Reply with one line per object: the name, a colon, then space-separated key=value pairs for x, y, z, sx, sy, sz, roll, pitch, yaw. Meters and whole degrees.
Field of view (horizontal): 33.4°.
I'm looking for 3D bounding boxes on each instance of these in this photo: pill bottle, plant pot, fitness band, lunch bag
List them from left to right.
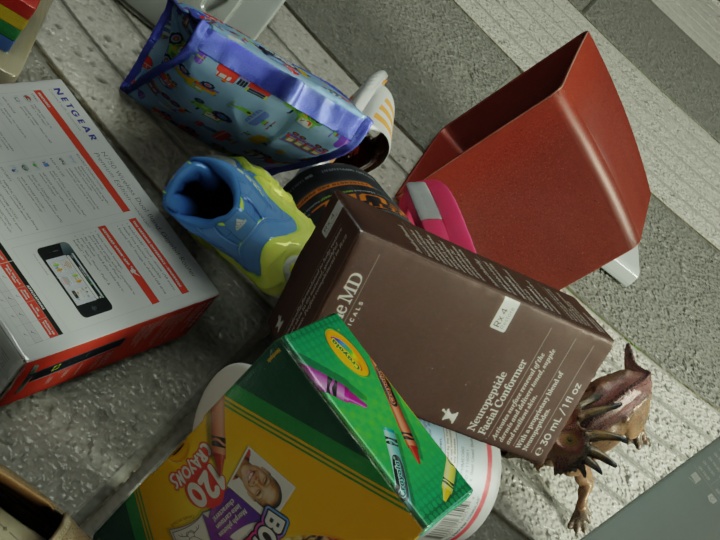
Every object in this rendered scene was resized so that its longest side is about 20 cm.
lunch bag: x=-0.086 y=-0.139 z=0.935 sx=0.150 sy=0.095 sz=0.200 roll=29 pitch=-2 yaw=-23
pill bottle: x=-0.008 y=0.120 z=0.799 sx=0.199 sy=0.109 sz=0.110 roll=17 pitch=40 yaw=-38
pill bottle: x=0.000 y=0.000 z=0.890 sx=0.106 sy=0.107 sz=0.200 roll=27 pitch=13 yaw=-25
fitness band: x=0.058 y=0.015 z=0.967 sx=0.037 sy=0.145 sz=0.201 roll=-4 pitch=42 yaw=-11
plant pot: x=0.182 y=-0.088 z=1.202 sx=0.177 sy=0.199 sz=0.200 roll=53 pitch=30 yaw=-11

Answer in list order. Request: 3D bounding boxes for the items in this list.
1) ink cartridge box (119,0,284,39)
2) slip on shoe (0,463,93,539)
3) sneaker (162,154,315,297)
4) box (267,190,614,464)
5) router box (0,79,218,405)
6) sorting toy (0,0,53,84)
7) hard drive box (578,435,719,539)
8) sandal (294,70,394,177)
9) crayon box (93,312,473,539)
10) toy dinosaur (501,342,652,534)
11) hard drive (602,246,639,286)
ink cartridge box: x=-0.121 y=-0.306 z=1.126 sx=0.144 sy=0.145 sz=0.201 roll=37 pitch=32 yaw=-12
slip on shoe: x=-0.164 y=0.153 z=0.618 sx=0.200 sy=0.061 sz=0.076 roll=40 pitch=37 yaw=-6
sneaker: x=-0.102 y=-0.057 z=0.855 sx=0.105 sy=0.076 sz=0.200 roll=42 pitch=-6 yaw=-39
box: x=0.052 y=0.038 z=0.768 sx=0.198 sy=0.101 sz=0.075 roll=22 pitch=16 yaw=-22
router box: x=-0.213 y=-0.028 z=0.774 sx=0.201 sy=0.049 sz=0.179 roll=52 pitch=32 yaw=12
sorting toy: x=-0.320 y=-0.262 z=0.917 sx=0.198 sy=0.070 sz=0.201 roll=31 pitch=34 yaw=-22
hard drive box: x=0.229 y=0.190 z=0.865 sx=0.077 sy=0.199 sz=0.156 roll=53 pitch=9 yaw=16
sandal: x=-0.010 y=-0.107 z=1.101 sx=0.059 sy=0.079 sz=0.207 roll=39 pitch=40 yaw=-10
crayon box: x=-0.048 y=0.133 z=0.649 sx=0.119 sy=0.200 sz=0.058 roll=51 pitch=32 yaw=12
toy dinosaur: x=0.196 y=0.121 z=0.989 sx=0.086 sy=0.136 sz=0.200 roll=37 pitch=60 yaw=22
hard drive: x=0.243 y=-0.080 z=1.402 sx=0.199 sy=0.027 sz=0.132 roll=36 pitch=32 yaw=-13
